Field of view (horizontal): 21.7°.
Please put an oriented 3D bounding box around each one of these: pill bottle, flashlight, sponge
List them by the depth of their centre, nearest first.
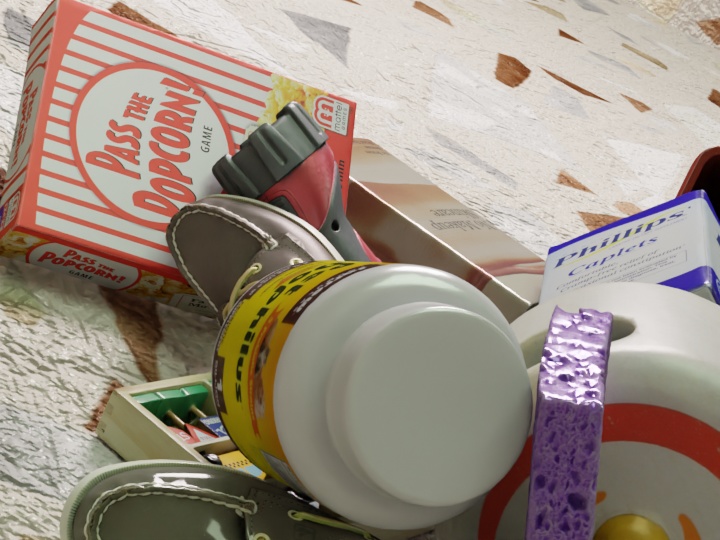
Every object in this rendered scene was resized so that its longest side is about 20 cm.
[{"bbox_3d":[0.082,0.126,0.778,0.030,0.201,0.112,5,17,7],"label":"sponge"},{"bbox_3d":[0.004,0.051,0.816,0.109,0.110,0.200,21,-5,-15],"label":"pill bottle"},{"bbox_3d":[0.000,0.000,1.073,0.200,0.068,0.068,51,-11,-6],"label":"flashlight"}]

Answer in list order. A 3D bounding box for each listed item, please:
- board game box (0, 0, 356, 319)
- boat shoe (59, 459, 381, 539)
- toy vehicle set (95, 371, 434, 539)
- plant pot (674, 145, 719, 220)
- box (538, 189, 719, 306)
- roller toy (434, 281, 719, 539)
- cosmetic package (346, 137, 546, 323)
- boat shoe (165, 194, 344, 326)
[{"bbox_3d":[-0.105,-0.056,1.100,0.199,0.046,0.152,17,62,-24],"label":"board game box"},{"bbox_3d":[-0.027,0.132,0.789,0.201,0.072,0.060,23,-7,-19],"label":"boat shoe"},{"bbox_3d":[-0.028,0.095,0.968,0.124,0.027,0.200,36,21,25],"label":"toy vehicle set"},{"bbox_3d":[0.264,0.042,1.266,0.199,0.201,0.176,26,6,-1],"label":"plant pot"},{"bbox_3d":[0.186,0.073,1.061,0.185,0.105,0.200,63,15,-12],"label":"box"},{"bbox_3d":[0.127,0.111,0.899,0.182,0.201,0.140,17,18,2],"label":"roller toy"},{"bbox_3d":[0.035,0.000,1.201,0.200,0.088,0.103,36,20,24],"label":"cosmetic package"},{"bbox_3d":[-0.035,0.026,0.992,0.200,0.072,0.059,41,20,22],"label":"boat shoe"}]
